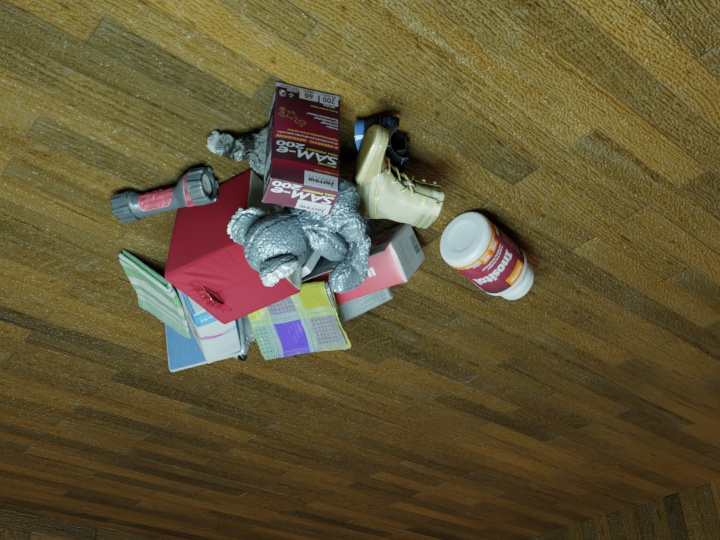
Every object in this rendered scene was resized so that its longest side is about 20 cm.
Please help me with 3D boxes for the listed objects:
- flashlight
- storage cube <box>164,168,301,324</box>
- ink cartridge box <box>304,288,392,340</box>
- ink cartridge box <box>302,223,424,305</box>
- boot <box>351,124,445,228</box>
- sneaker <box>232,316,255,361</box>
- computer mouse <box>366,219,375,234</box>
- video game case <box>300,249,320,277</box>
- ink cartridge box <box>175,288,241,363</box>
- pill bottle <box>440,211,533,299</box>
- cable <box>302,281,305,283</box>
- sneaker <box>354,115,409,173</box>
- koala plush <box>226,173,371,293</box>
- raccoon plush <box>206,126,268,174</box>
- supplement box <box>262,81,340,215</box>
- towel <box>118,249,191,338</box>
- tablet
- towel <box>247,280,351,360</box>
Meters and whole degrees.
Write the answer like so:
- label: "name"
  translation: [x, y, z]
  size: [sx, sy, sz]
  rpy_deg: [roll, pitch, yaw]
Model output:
- label: "flashlight"
  translation: [-0.352, -0.134, 1.425]
  size: [0.197, 0.069, 0.068]
  rpy_deg: [-9, -173, 18]
- label: "storage cube"
  translation: [-0.221, -0.039, 1.447]
  size: [0.178, 0.202, 0.171]
  rpy_deg: [-23, 135, 24]
- label: "ink cartridge box"
  translation: [-0.047, 0.087, 1.633]
  size: [0.198, 0.044, 0.174]
  rpy_deg: [-25, 178, -14]
- label: "ink cartridge box"
  translation: [0.000, 0.000, 1.519]
  size: [0.198, 0.176, 0.085]
  rpy_deg: [-20, 102, 26]
- label: "boot"
  translation: [0.065, -0.145, 1.295]
  size: [0.153, 0.073, 0.201]
  rpy_deg: [10, 141, -5]
- label: "sneaker"
  translation: [-0.235, 0.152, 1.794]
  size: [0.197, 0.117, 0.075]
  rpy_deg: [2, 146, -3]
- label: "computer mouse"
  translation: [0.022, -0.108, 1.505]
  size: [0.059, 0.034, 0.199]
  rpy_deg: [42, 125, -18]
- label: "video game case"
  translation: [-0.143, -0.002, 1.557]
  size: [0.199, 0.144, 0.018]
  rpy_deg: [-30, 110, 35]
- label: "ink cartridge box"
  translation: [-0.318, 0.076, 1.642]
  size: [0.084, 0.145, 0.201]
  rpy_deg: [-24, 149, -16]
- label: "pill bottle"
  translation: [0.253, -0.022, 1.558]
  size: [0.112, 0.114, 0.199]
  rpy_deg: [-26, 139, 32]
- label: "cable"
  translation: [-0.069, 0.037, 1.719]
  size: [0.097, 0.051, 0.199]
  rpy_deg: [-42, 143, 22]
- label: "sneaker"
  translation: [0.050, -0.181, 1.359]
  size: [0.077, 0.071, 0.201]
  rpy_deg: [-5, 145, 16]
- label: "koala plush"
  translation: [-0.101, -0.057, 1.283]
  size: [0.198, 0.178, 0.185]
  rpy_deg: [-19, 144, -23]
- label: "raccoon plush"
  translation: [-0.146, -0.190, 1.363]
  size: [0.198, 0.098, 0.134]
  rpy_deg: [23, 166, 19]
- label: "supplement box"
  translation: [-0.089, -0.189, 1.227]
  size: [0.107, 0.202, 0.061]
  rpy_deg: [9, 145, -15]
- label: "towel"
  translation: [-0.426, 0.054, 1.661]
  size: [0.152, 0.023, 0.201]
  rpy_deg: [32, 151, 18]
- label: "tablet"
  translation: [-0.347, 0.142, 1.770]
  size: [0.198, 0.132, 0.014]
  rpy_deg: [-16, 163, 21]
- label: "towel"
  translation: [-0.123, 0.096, 1.501]
  size: [0.198, 0.023, 0.145]
  rpy_deg: [-9, 113, 23]
